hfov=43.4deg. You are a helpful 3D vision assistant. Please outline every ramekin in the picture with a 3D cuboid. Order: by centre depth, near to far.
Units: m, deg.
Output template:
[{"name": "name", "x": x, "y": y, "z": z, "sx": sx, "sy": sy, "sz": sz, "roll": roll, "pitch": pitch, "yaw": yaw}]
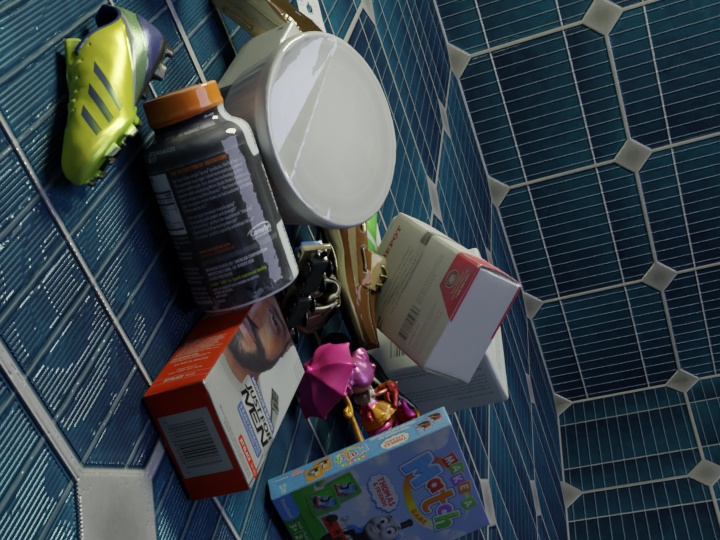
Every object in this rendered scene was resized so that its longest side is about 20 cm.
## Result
[{"name": "ramekin", "x": -0.059, "y": -0.140, "z": 0.951, "sx": 0.202, "sy": 0.094, "sz": 0.204, "roll": 8, "pitch": 79, "yaw": -50}]

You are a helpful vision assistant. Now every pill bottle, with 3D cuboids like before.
[{"name": "pill bottle", "x": -0.136, "y": -0.071, "z": 0.844, "sx": 0.106, "sy": 0.105, "sz": 0.201, "roll": -57, "pitch": 132, "yaw": -68}]

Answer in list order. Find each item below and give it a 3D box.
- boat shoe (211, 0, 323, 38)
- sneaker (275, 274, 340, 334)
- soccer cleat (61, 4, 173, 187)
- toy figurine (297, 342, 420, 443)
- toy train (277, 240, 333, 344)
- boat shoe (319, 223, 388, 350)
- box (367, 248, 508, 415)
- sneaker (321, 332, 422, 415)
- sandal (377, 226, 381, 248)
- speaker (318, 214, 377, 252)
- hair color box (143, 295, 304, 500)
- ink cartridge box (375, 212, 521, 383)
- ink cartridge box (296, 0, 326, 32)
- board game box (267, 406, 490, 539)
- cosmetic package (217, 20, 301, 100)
[{"name": "boat shoe", "x": -0.094, "y": -0.283, "z": 1.109, "sx": 0.200, "sy": 0.065, "sz": 0.072, "roll": 41, "pitch": 27, "yaw": -20}, {"name": "sneaker", "x": -0.051, "y": 0.037, "z": 1.094, "sx": 0.200, "sy": 0.075, "sz": 0.071, "roll": 2, "pitch": 75, "yaw": -74}, {"name": "soccer cleat", "x": -0.217, "y": -0.147, "z": 0.746, "sx": 0.083, "sy": 0.065, "sz": 0.201, "roll": 33, "pitch": 41, "yaw": -23}, {"name": "toy figurine", "x": 0.005, "y": 0.165, "z": 1.074, "sx": 0.200, "sy": 0.150, "sz": 0.185, "roll": -35, "pitch": 102, "yaw": -50}, {"name": "toy train", "x": -0.067, "y": 0.029, "z": 0.944, "sx": 0.200, "sy": 0.034, "sz": 0.046, "roll": 118, "pitch": -39, "yaw": -51}, {"name": "boat shoe", "x": 0.000, "y": 0.000, "z": 1.160, "sx": 0.076, "sy": 0.073, "sz": 0.201, "roll": 105, "pitch": -29, "yaw": -76}, {"name": "box", "x": 0.103, "y": 0.099, "z": 1.346, "sx": 0.131, "sy": 0.198, "sz": 0.201, "roll": 61, "pitch": 22, "yaw": -43}, {"name": "sneaker", "x": 0.023, "y": 0.156, "z": 1.191, "sx": 0.200, "sy": 0.076, "sz": 0.088, "roll": 48, "pitch": 20, "yaw": -23}, {"name": "sandal", "x": 0.012, "y": -0.007, "z": 1.339, "sx": 0.059, "sy": 0.079, "sz": 0.208, "roll": 57, "pitch": 24, "yaw": -43}, {"name": "speaker", "x": -0.015, "y": -0.085, "z": 1.302, "sx": 0.201, "sy": 0.088, "sz": 0.089, "roll": -87, "pitch": 157, "yaw": -45}, {"name": "hair color box", "x": -0.118, "y": 0.105, "z": 0.842, "sx": 0.200, "sy": 0.063, "sz": 0.112, "roll": -69, "pitch": 142, "yaw": -65}, {"name": "ink cartridge box", "x": 0.092, "y": 0.030, "z": 1.167, "sx": 0.082, "sy": 0.147, "sz": 0.200, "roll": 22, "pitch": 10, "yaw": -34}, {"name": "ink cartridge box", "x": -0.068, "y": -0.312, "z": 1.346, "sx": 0.198, "sy": 0.043, "sz": 0.201, "roll": -66, "pitch": 141, "yaw": -74}, {"name": "board game box", "x": 0.023, "y": 0.246, "z": 0.960, "sx": 0.037, "sy": 0.199, "sz": 0.152, "roll": -114, "pitch": -179, "yaw": -61}, {"name": "cosmetic package", "x": -0.071, "y": -0.178, "z": 1.081, "sx": 0.200, "sy": 0.084, "sz": 0.108, "roll": 52, "pitch": 45, "yaw": -30}]
